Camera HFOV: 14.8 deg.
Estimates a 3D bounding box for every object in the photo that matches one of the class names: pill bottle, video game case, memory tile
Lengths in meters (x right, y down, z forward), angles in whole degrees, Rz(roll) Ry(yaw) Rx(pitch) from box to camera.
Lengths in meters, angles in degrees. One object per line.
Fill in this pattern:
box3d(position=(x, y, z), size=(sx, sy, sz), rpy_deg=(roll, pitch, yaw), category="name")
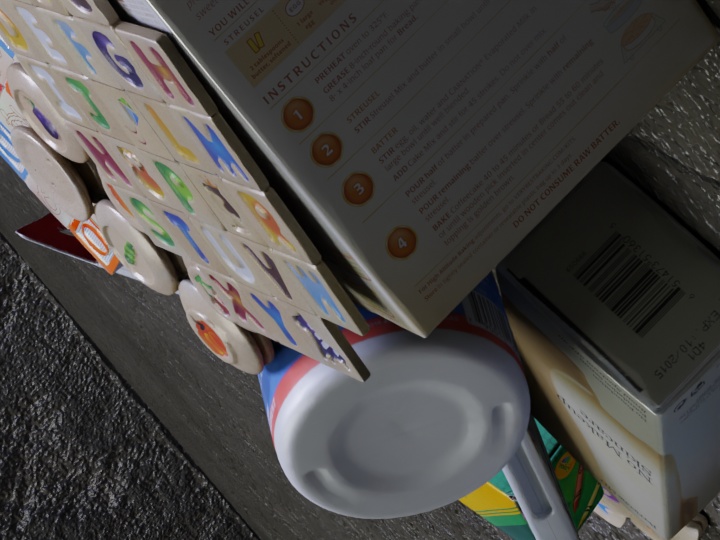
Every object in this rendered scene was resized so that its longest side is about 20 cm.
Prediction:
box3d(position=(0.000, 0.000, 1.221), size=(0.112, 0.112, 0.201), rpy_deg=(55, -167, -44), category="pill bottle")
box3d(position=(0.053, 0.026, 1.381), size=(0.201, 0.022, 0.183), rpy_deg=(-108, -6, -47), category="video game case")
box3d(position=(-0.087, -0.038, 1.090), size=(0.153, 0.017, 0.200), rpy_deg=(45, 162, 12), category="memory tile")

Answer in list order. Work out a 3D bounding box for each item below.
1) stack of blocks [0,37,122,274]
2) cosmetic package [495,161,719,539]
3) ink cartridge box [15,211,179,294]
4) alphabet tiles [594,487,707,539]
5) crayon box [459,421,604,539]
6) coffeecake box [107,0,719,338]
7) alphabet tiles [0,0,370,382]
box3d(position=(-0.104, -0.089, 1.166), size=(0.115, 0.059, 0.200), rpy_deg=(47, 155, 4), category="stack of blocks")
box3d(position=(0.126, 0.041, 1.268), size=(0.105, 0.071, 0.200), rpy_deg=(43, 170, 21), category="cosmetic package")
box3d(position=(-0.080, -0.034, 1.477), size=(0.174, 0.084, 0.200), rpy_deg=(19, -176, -2), category="ink cartridge box")
box3d(position=(0.118, 0.098, 1.639), size=(0.200, 0.015, 0.196), rpy_deg=(38, 170, 9), category="alphabet tiles")
box3d(position=(0.041, 0.077, 1.613), size=(0.199, 0.058, 0.119), rpy_deg=(35, 169, 25), category="crayon box")
box3d(position=(0.003, -0.105, 0.949), size=(0.200, 0.153, 0.073), rpy_deg=(50, 168, -24), category="coffeecake box")
box3d(position=(-0.072, -0.043, 0.990), size=(0.200, 0.006, 0.166), rpy_deg=(55, 163, -28), category="alphabet tiles")
